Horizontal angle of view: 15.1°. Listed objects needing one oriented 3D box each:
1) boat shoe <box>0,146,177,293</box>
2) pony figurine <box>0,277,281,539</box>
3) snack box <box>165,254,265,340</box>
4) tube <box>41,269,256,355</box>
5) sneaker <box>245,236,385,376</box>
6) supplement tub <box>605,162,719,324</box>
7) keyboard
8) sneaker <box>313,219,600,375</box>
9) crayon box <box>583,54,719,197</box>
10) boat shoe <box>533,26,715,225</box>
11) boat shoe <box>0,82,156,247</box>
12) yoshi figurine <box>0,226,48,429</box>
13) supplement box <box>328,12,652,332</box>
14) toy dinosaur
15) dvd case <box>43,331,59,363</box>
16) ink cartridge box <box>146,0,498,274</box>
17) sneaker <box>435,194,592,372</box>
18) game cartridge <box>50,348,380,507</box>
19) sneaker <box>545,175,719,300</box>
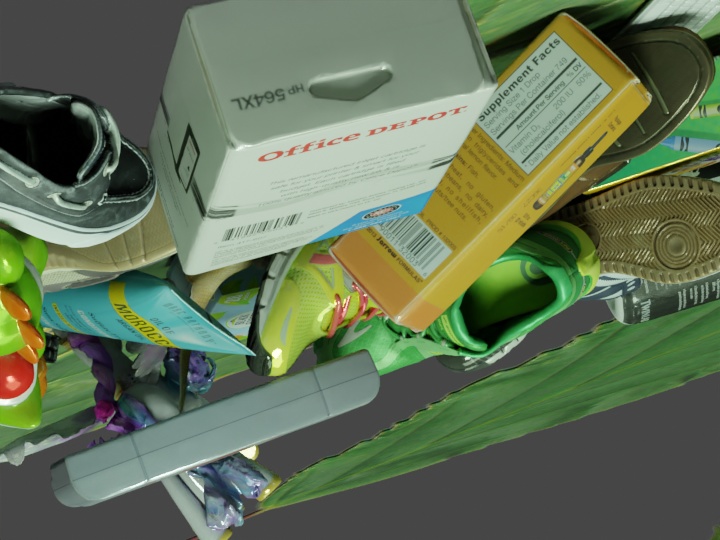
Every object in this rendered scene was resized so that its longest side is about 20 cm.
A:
[{"bbox_3d":[-0.163,-0.026,1.577,0.200,0.072,0.065,-17,175,21],"label":"boat shoe"},{"bbox_3d":[-0.147,0.094,1.807,0.167,0.200,0.193,-44,-178,4],"label":"pony figurine"},{"bbox_3d":[-0.022,-0.012,1.853,0.200,0.068,0.169,-13,168,-14],"label":"snack box"},{"bbox_3d":[-0.151,0.018,1.634,0.200,0.050,0.077,9,161,47],"label":"tube"},{"bbox_3d":[0.000,0.000,1.668,0.200,0.090,0.078,-52,167,-38],"label":"sneaker"},{"bbox_3d":[0.268,-0.043,1.995,0.200,0.123,0.123,-16,169,-3],"label":"supplement tub"},{"bbox_3d":[0.181,-0.146,1.646,0.056,0.011,0.200,-13,168,-18],"label":"keyboard"},{"bbox_3d":[0.053,0.020,1.730,0.200,0.074,0.084,-22,-172,20],"label":"sneaker"},{"bbox_3d":[0.234,-0.105,1.768,0.200,0.058,0.119,-18,176,10],"label":"crayon box"},{"bbox_3d":[0.142,-0.093,1.674,0.200,0.072,0.068,-34,179,34],"label":"boat shoe"},{"bbox_3d":[-0.157,-0.061,1.413,0.068,0.072,0.200,-21,161,28],"label":"boat shoe"},{"bbox_3d":[-0.222,0.016,1.481,0.112,0.113,0.200,8,153,-6],"label":"yoshi figurine"},{"bbox_3d":[0.077,-0.056,1.587,0.200,0.069,0.067,-43,165,5],"label":"supplement box"},{"bbox_3d":[-0.082,-0.017,1.650,0.101,0.058,0.200,-44,163,-53],"label":"toy dinosaur"},{"bbox_3d":[-0.286,0.033,1.663,0.146,0.022,0.200,5,173,15],"label":"dvd case"},{"bbox_3d":[-0.026,-0.081,1.433,0.146,0.084,0.200,-15,165,-15],"label":"ink cartridge box"},{"bbox_3d":[0.111,-0.018,1.905,0.200,0.066,0.090,-50,152,1],"label":"sneaker"},{"bbox_3d":[-0.090,0.099,1.670,0.200,0.041,0.133,-20,173,-13],"label":"game cartridge"},{"bbox_3d":[0.187,-0.020,1.782,0.200,0.070,0.108,-11,175,32],"label":"sneaker"}]
